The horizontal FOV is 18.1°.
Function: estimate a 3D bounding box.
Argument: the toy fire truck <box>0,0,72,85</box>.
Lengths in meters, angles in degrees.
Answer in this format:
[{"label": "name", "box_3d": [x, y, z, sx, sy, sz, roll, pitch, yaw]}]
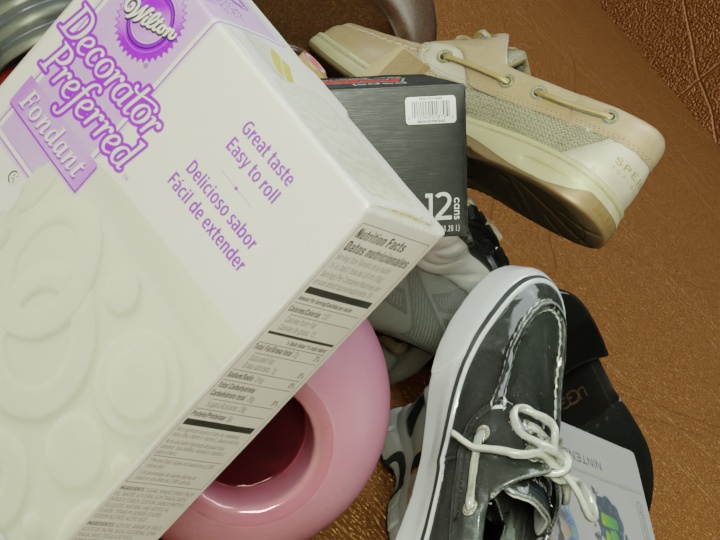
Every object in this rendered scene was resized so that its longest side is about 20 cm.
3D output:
[{"label": "toy fire truck", "box_3d": [-0.138, -0.123, 0.958, 0.200, 0.128, 0.177, -19, 83, -59]}]

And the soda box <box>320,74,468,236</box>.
[{"label": "soda box", "box_3d": [-0.060, -0.042, 0.908, 0.199, 0.064, 0.071, -3, 9, -13]}]

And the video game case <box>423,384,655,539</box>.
[{"label": "video game case", "box_3d": [0.104, 0.163, 1.080, 0.182, 0.024, 0.201, 25, 47, -52]}]

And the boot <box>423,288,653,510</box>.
[{"label": "boot", "box_3d": [0.086, 0.067, 1.313, 0.174, 0.069, 0.201, 25, -46, 61]}]

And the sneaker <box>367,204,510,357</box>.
[{"label": "sneaker", "box_3d": [0.028, 0.005, 1.055, 0.200, 0.079, 0.074, 48, 15, -47]}]

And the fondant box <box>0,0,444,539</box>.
[{"label": "fondant box", "box_3d": [-0.088, 0.004, 0.786, 0.144, 0.200, 0.058, 51, 16, 27]}]

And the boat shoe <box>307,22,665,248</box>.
[{"label": "boat shoe", "box_3d": [0.059, -0.080, 1.106, 0.200, 0.065, 0.072, 30, -13, 36]}]

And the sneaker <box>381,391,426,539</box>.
[{"label": "sneaker", "box_3d": [0.058, 0.108, 1.143, 0.074, 0.080, 0.200, 40, 17, -26]}]

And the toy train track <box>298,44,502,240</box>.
[{"label": "toy train track", "box_3d": [0.002, -0.051, 1.049, 0.200, 0.115, 0.033, 31, 19, -50]}]

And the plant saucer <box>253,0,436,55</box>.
[{"label": "plant saucer", "box_3d": [-0.050, -0.100, 1.179, 0.200, 0.200, 0.032, 33, 20, -38]}]

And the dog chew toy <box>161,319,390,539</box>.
[{"label": "dog chew toy", "box_3d": [-0.057, 0.038, 0.953, 0.124, 0.125, 0.200, 39, 8, -18]}]

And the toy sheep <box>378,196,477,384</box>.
[{"label": "toy sheep", "box_3d": [0.000, 0.000, 1.165, 0.138, 0.138, 0.200, 48, 37, 16]}]

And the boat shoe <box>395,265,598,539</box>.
[{"label": "boat shoe", "box_3d": [0.062, 0.090, 0.974, 0.068, 0.200, 0.074, -1, -32, 43]}]
